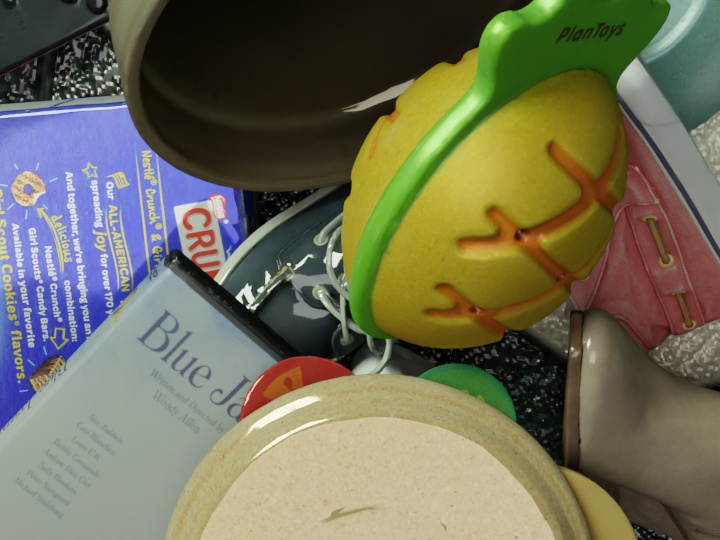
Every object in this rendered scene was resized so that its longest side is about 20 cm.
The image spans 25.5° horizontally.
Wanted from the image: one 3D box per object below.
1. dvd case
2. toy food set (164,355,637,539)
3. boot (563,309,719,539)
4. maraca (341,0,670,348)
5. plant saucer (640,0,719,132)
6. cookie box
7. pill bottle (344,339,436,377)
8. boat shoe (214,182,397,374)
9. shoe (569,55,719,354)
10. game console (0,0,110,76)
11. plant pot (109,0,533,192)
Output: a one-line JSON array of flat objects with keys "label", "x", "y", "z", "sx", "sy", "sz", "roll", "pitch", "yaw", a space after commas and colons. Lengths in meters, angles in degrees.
[{"label": "dvd case", "x": -0.098, "y": 0.105, "z": 0.730, "sx": 0.143, "sy": 0.018, "sz": 0.200, "roll": 41, "pitch": 103, "yaw": -16}, {"label": "toy food set", "x": 0.008, "y": 0.136, "z": 0.695, "sx": 0.198, "sy": 0.049, "sz": 0.200, "roll": 42, "pitch": 95, "yaw": -4}, {"label": "boot", "x": 0.171, "y": 0.080, "z": 0.754, "sx": 0.145, "sy": 0.200, "sz": 0.071, "roll": 6, "pitch": 65, "yaw": 12}, {"label": "maraca", "x": 0.060, "y": -0.046, "z": 0.661, "sx": 0.107, "sy": 0.137, "sz": 0.201, "roll": 45, "pitch": 128, "yaw": 23}, {"label": "plant saucer", "x": 0.116, "y": -0.152, "z": 0.771, "sx": 0.200, "sy": 0.039, "sz": 0.202, "roll": 0, "pitch": 102, "yaw": 2}, {"label": "cookie box", "x": -0.149, "y": 0.000, "z": 0.797, "sx": 0.199, "sy": 0.075, "sz": 0.172, "roll": -4, "pitch": 103, "yaw": 3}, {"label": "pill bottle", "x": -0.014, "y": 0.144, "z": 0.805, "sx": 0.111, "sy": 0.111, "sz": 0.200, "roll": 37, "pitch": 101, "yaw": -6}, {"label": "boat shoe", "x": 0.000, "y": 0.000, "z": 0.757, "sx": 0.200, "sy": 0.062, "sz": 0.075, "roll": -40, "pitch": 123, "yaw": -20}, {"label": "shoe", "x": 0.119, "y": -0.038, "z": 0.758, "sx": 0.091, "sy": 0.072, "sz": 0.200, "roll": -32, "pitch": 123, "yaw": 12}, {"label": "game console", "x": -0.189, "y": -0.203, "z": 0.778, "sx": 0.176, "sy": 0.031, "sz": 0.201, "roll": -25, "pitch": 100, "yaw": 7}, {"label": "plant pot", "x": -0.026, "y": -0.163, "z": 0.693, "sx": 0.199, "sy": 0.200, "sz": 0.174, "roll": -24, "pitch": 62, "yaw": 7}]
